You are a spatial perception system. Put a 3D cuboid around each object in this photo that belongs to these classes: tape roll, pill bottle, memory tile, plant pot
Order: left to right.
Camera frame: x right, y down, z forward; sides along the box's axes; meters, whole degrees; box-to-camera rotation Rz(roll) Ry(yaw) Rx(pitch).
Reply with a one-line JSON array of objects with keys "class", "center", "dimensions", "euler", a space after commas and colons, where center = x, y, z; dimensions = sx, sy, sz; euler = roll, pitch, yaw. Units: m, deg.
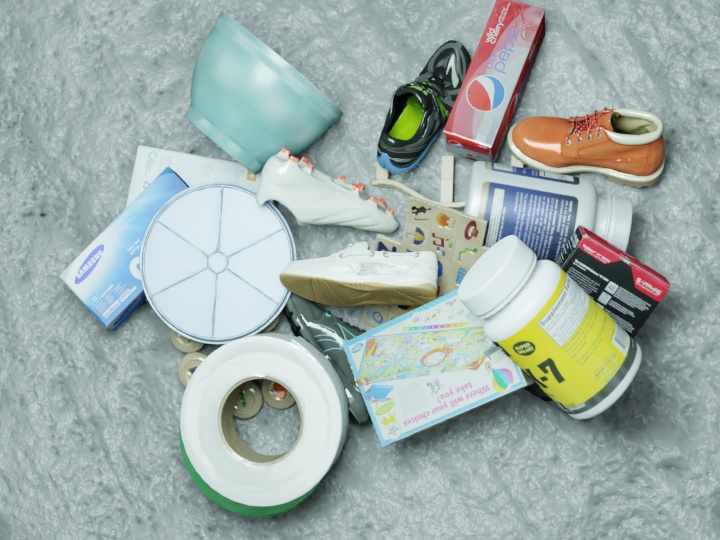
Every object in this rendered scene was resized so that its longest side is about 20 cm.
[{"class": "memory tile", "center": [-0.168, 0.092, 1.645], "dimensions": [0.151, 0.017, 0.203], "euler": [-14, 93, 7]}, {"class": "plant pot", "center": [-0.138, -0.209, 1.625], "dimensions": [0.200, 0.200, 0.135], "euler": [39, 92, 15]}, {"class": "tape roll", "center": [-0.126, 0.204, 1.609], "dimensions": [0.197, 0.048, 0.204], "euler": [0, 90, 6]}, {"class": "tape roll", "center": [-0.114, 0.177, 1.549], "dimensions": [0.199, 0.071, 0.206], "euler": [0, 90, 7]}, {"class": "pill bottle", "center": [0.225, -0.063, 1.565], "dimensions": [0.197, 0.111, 0.113], "euler": [10, 82, 3]}, {"class": "pill bottle", "center": [0.210, 0.062, 1.437], "dimensions": [0.200, 0.114, 0.115], "euler": [43, 90, -11]}]

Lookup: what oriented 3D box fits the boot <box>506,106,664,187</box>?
[{"class": "boot", "center": [0.277, -0.168, 1.576], "dimensions": [0.197, 0.108, 0.076], "euler": [9, 65, 12]}]

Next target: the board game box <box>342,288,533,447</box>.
[{"class": "board game box", "center": [0.090, 0.110, 1.527], "dimensions": [0.198, 0.034, 0.136], "euler": [-25, 79, 21]}]

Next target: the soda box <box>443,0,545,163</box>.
[{"class": "soda box", "center": [0.171, -0.240, 1.623], "dimensions": [0.069, 0.063, 0.202], "euler": [18, 76, 14]}]

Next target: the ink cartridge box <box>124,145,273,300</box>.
[{"class": "ink cartridge box", "center": [-0.217, -0.050, 1.691], "dimensions": [0.197, 0.041, 0.203], "euler": [11, 83, 8]}]

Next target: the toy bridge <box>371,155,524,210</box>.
[{"class": "toy bridge", "center": [0.111, -0.113, 1.645], "dimensions": [0.196, 0.027, 0.068], "euler": [0, 81, 10]}]

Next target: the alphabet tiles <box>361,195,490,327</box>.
[{"class": "alphabet tiles", "center": [0.091, 0.010, 1.573], "dimensions": [0.165, 0.008, 0.202], "euler": [19, 124, 14]}]

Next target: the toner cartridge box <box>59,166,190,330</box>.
[{"class": "toner cartridge box", "center": [-0.282, -0.028, 1.652], "dimensions": [0.095, 0.043, 0.200], "euler": [44, 88, 10]}]

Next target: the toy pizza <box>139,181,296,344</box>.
[{"class": "toy pizza", "center": [-0.178, -0.009, 1.610], "dimensions": [0.197, 0.032, 0.204], "euler": [0, 86, 0]}]

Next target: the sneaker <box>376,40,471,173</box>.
[{"class": "sneaker", "center": [0.085, -0.214, 1.630], "dimensions": [0.070, 0.083, 0.201], "euler": [27, 68, 16]}]

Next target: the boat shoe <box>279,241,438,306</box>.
[{"class": "boat shoe", "center": [0.000, 0.000, 1.565], "dimensions": [0.197, 0.071, 0.070], "euler": [4, 64, 13]}]

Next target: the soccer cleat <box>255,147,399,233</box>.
[{"class": "soccer cleat", "center": [-0.042, -0.084, 1.616], "dimensions": [0.198, 0.069, 0.078], "euler": [24, 103, -27]}]

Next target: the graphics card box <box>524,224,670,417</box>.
[{"class": "graphics card box", "center": [0.258, 0.062, 1.522], "dimensions": [0.124, 0.051, 0.202], "euler": [29, 107, -8]}]

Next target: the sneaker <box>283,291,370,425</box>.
[{"class": "sneaker", "center": [-0.028, 0.096, 1.624], "dimensions": [0.079, 0.075, 0.201], "euler": [-33, 81, -11]}]
